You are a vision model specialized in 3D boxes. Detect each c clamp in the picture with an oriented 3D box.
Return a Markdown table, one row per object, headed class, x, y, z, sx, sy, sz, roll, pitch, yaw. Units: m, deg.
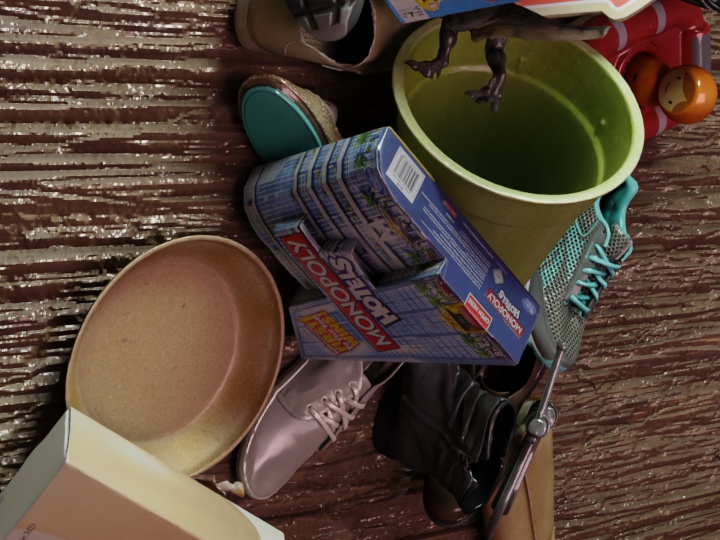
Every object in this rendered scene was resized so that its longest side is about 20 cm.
| class | x | y | z | sx | sy | sz | roll | pitch | yaw |
| --- | --- | --- | --- | --- | --- | --- | --- | --- | --- |
| c clamp | 0.146 | 0.151 | 1.430 | 0.200 | 0.027 | 0.172 | 52 | 60 | -82 |

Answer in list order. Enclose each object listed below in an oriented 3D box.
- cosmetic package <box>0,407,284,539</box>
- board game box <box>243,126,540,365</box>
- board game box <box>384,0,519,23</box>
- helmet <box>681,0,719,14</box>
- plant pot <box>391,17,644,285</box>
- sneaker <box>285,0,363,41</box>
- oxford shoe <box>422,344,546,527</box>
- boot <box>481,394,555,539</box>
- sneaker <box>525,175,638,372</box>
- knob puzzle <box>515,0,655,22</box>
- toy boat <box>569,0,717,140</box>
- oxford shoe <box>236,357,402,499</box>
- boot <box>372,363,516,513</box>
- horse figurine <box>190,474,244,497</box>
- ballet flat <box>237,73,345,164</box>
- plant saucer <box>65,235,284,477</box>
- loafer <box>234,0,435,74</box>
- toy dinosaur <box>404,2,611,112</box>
| class | x | y | z | sx | sy | sz | roll | pitch | yaw |
| --- | --- | --- | --- | --- | --- | --- | --- | --- | --- |
| cosmetic package | -0.159 | 0.199 | 1.215 | 0.199 | 0.071 | 0.105 | 33 | 109 | -22 |
| board game box | 0.000 | 0.000 | 1.276 | 0.200 | 0.199 | 0.062 | 47 | 51 | -26 |
| board game box | 0.120 | -0.286 | 1.206 | 0.056 | 0.194 | 0.202 | 47 | 49 | -43 |
| helmet | 0.283 | -0.322 | 1.391 | 0.198 | 0.191 | 0.201 | -24 | 142 | -20 |
| plant pot | 0.097 | -0.068 | 1.324 | 0.199 | 0.200 | 0.191 | -25 | 152 | -33 |
| sneaker | -0.012 | -0.260 | 1.197 | 0.079 | 0.075 | 0.203 | 16 | 72 | -60 |
| oxford shoe | 0.105 | 0.130 | 1.483 | 0.084 | 0.072 | 0.202 | 57 | 55 | -73 |
| boot | 0.126 | 0.243 | 1.574 | 0.175 | 0.066 | 0.202 | -39 | 131 | -40 |
| sneaker | 0.194 | -0.010 | 1.464 | 0.077 | 0.091 | 0.202 | 29 | 62 | -41 |
| knob puzzle | 0.190 | -0.291 | 1.284 | 0.221 | 0.218 | 0.030 | -63 | 166 | -2 |
| toy boat | 0.256 | -0.164 | 1.473 | 0.199 | 0.130 | 0.132 | -26 | 123 | -32 |
| oxford shoe | -0.028 | 0.107 | 1.378 | 0.200 | 0.058 | 0.075 | -49 | 135 | -14 |
| boot | 0.084 | 0.092 | 1.420 | 0.069 | 0.131 | 0.202 | -10 | 114 | -38 |
| horse figurine | -0.154 | 0.232 | 1.305 | 0.131 | 0.050 | 0.202 | -4 | 123 | -18 |
| ballet flat | -0.035 | -0.090 | 1.296 | 0.201 | 0.070 | 0.066 | 63 | 38 | -41 |
| plant saucer | -0.146 | 0.065 | 1.266 | 0.199 | 0.035 | 0.202 | -19 | 120 | -37 |
| loafer | -0.003 | -0.183 | 1.271 | 0.199 | 0.067 | 0.077 | -9 | 113 | -40 |
| toy dinosaur | 0.087 | -0.171 | 1.216 | 0.047 | 0.199 | 0.089 | 24 | 97 | -45 |
